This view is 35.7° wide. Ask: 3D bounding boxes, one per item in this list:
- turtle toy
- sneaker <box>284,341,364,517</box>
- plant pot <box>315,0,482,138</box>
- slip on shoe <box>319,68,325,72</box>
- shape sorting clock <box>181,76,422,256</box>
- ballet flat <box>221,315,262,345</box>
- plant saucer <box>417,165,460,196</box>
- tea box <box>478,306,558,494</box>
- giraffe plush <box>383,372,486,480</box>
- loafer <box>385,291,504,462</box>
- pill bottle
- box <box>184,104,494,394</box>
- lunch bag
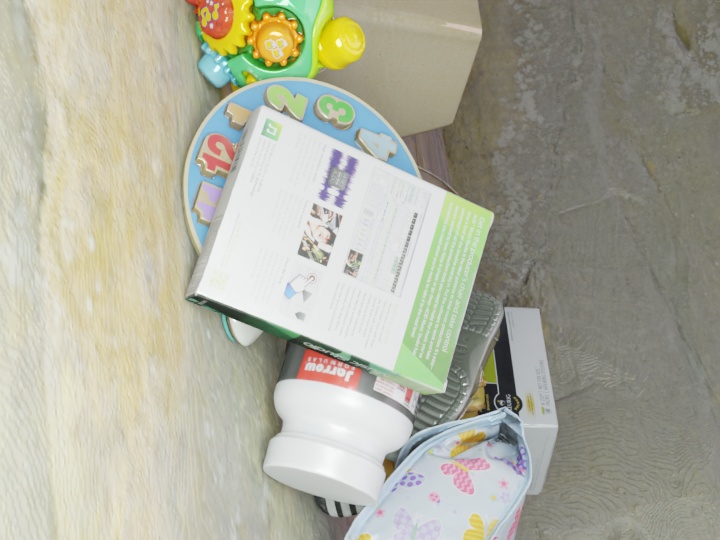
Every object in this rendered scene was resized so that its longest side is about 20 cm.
[{"bbox_3d":[-0.087,-0.228,0.901,0.101,0.145,0.202,-10,88,-46],"label":"turtle toy"},{"bbox_3d":[-0.026,0.115,1.032,0.116,0.075,0.202,-77,164,-82],"label":"sneaker"},{"bbox_3d":[0.024,-0.254,1.190,0.201,0.175,0.201,108,-16,-50],"label":"plant pot"},{"bbox_3d":[-0.070,-0.269,0.979,0.061,0.073,0.202,172,-96,-84],"label":"slip on shoe"},{"bbox_3d":[-0.037,-0.053,0.840,0.039,0.198,0.202,139,-54,-63],"label":"shape sorting clock"},{"bbox_3d":[-0.068,-0.013,0.916,0.200,0.069,0.070,-83,159,-60],"label":"ballet flat"},{"bbox_3d":[0.033,-0.038,1.225,0.032,0.198,0.202,113,-23,-53],"label":"plant saucer"},{"bbox_3d":[0.129,0.156,1.387,0.201,0.195,0.134,-89,-177,-48],"label":"tea box"},{"bbox_3d":[0.057,0.135,1.168,0.201,0.161,0.174,67,16,-52],"label":"giraffe plush"},{"bbox_3d":[0.080,0.109,1.047,0.200,0.075,0.070,-51,149,-32],"label":"loafer"},{"bbox_3d":[-0.003,0.077,0.895,0.116,0.115,0.201,60,43,-60],"label":"pill bottle"},{"bbox_3d":[-0.010,-0.011,0.805,0.036,0.199,0.145,-19,-130,67],"label":"box"},{"bbox_3d":[0.069,0.232,0.960,0.200,0.127,0.170,-44,152,-36],"label":"lunch bag"}]
